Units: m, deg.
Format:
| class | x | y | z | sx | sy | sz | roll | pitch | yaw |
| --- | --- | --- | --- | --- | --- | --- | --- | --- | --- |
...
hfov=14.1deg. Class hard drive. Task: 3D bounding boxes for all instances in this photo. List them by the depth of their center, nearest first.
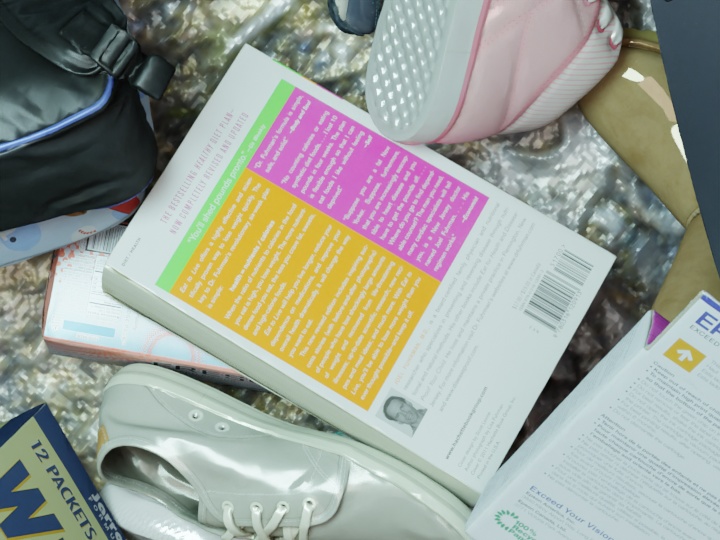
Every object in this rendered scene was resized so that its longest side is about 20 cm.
| class | x | y | z | sx | sy | sz | roll | pitch | yaw |
| --- | --- | --- | --- | --- | --- | --- | --- | --- | --- |
| hard drive | 0.196 | -0.072 | 1.317 | 0.042 | 0.135 | 0.201 | -25 | 70 | 41 |

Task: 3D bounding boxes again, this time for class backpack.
| class | x | y | z | sx | sy | sz | roll | pitch | yaw |
| --- | --- | --- | --- | --- | --- | --- | --- | --- | --- |
| backpack | -0.186 | -0.097 | 1.321 | 0.199 | 0.154 | 0.191 | -15 | 60 | -1 |

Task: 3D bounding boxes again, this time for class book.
| class | x | y | z | sx | sy | sz | roll | pitch | yaw |
| --- | --- | --- | --- | --- | --- | --- | --- | --- | --- |
| book | 0.000 | 0.000 | 1.336 | 0.200 | 0.048 | 0.134 | 31 | 73 | 3 |

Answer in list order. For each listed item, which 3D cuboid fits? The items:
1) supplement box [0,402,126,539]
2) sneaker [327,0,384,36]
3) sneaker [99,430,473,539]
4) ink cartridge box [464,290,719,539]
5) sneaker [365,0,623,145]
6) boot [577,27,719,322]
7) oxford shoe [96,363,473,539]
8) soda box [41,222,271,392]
| class | x | y | z | sx | sy | sz | roll | pitch | yaw |
| --- | --- | --- | --- | --- | --- | --- | --- | --- | --- |
| supplement box | -0.221 | 0.188 | 1.330 | 0.199 | 0.200 | 0.135 | -27 | 99 | 21 |
| sneaker | 0.040 | -0.200 | 1.351 | 0.086 | 0.078 | 0.201 | 18 | 99 | -6 |
| sneaker | -0.026 | 0.114 | 1.415 | 0.199 | 0.075 | 0.089 | 13 | 79 | 1 |
| ink cartridge box | 0.174 | 0.104 | 1.229 | 0.196 | 0.043 | 0.200 | 34 | 134 | -6 |
| sneaker | 0.077 | -0.149 | 1.324 | 0.104 | 0.075 | 0.201 | 1 | 118 | -35 |
| boot | 0.150 | -0.005 | 1.319 | 0.175 | 0.200 | 0.066 | 34 | 131 | -6 |
| oxford shoe | -0.036 | 0.104 | 1.344 | 0.199 | 0.075 | 0.058 | 20 | 58 | 13 |
| soda box | -0.050 | 0.024 | 1.386 | 0.199 | 0.068 | 0.064 | 11 | 82 | -1 |
